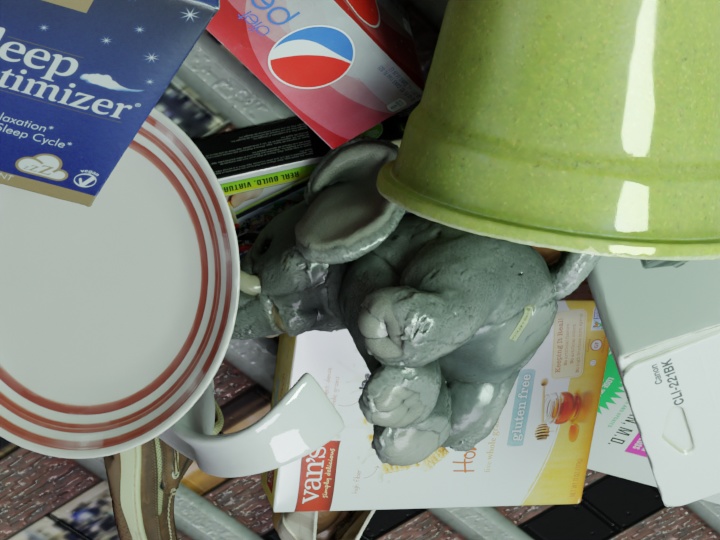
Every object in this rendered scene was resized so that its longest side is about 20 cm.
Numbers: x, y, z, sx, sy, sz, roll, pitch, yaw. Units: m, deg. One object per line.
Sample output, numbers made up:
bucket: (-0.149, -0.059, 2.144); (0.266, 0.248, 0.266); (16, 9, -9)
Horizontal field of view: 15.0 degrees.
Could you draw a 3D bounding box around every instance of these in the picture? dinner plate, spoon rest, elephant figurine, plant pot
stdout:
dinner plate: (-0.151, 0.000, 1.461); (0.200, 0.201, 0.024); (-33, 169, 21)
spoon rest: (-0.093, 0.072, 1.484); (0.061, 0.200, 0.099); (-46, 120, -23)
elephant figurine: (0.000, 0.000, 1.483); (0.155, 0.200, 0.142); (-9, 128, -38)
plant pot: (0.118, -0.119, 1.365); (0.200, 0.200, 0.185); (3, 103, -18)

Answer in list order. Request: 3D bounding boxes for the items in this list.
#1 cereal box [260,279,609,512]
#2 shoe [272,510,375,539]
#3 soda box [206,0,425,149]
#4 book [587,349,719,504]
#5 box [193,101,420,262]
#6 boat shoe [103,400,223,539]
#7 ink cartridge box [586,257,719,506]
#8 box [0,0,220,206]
cereal box: (0.046, 0.074, 1.635); (0.199, 0.040, 0.144); (-1, 117, -17)
shoe: (0.003, 0.118, 1.705); (0.070, 0.053, 0.200); (8, 132, -23)
soda box: (-0.047, -0.149, 1.389); (0.063, 0.070, 0.200); (-29, 136, 20)
book: (0.218, 0.081, 1.735); (0.199, 0.048, 0.134); (15, 130, -24)
box: (-0.014, -0.041, 1.543); (0.199, 0.035, 0.110); (-12, 139, -1)
boat shoe: (-0.118, 0.102, 1.642); (0.075, 0.075, 0.203); (-9, 138, -3)
ink cartridge box: (0.171, 0.008, 1.519); (0.083, 0.200, 0.144); (-18, 139, 5)
box: (-0.151, -0.113, 1.340); (0.121, 0.032, 0.200); (14, 137, -23)
